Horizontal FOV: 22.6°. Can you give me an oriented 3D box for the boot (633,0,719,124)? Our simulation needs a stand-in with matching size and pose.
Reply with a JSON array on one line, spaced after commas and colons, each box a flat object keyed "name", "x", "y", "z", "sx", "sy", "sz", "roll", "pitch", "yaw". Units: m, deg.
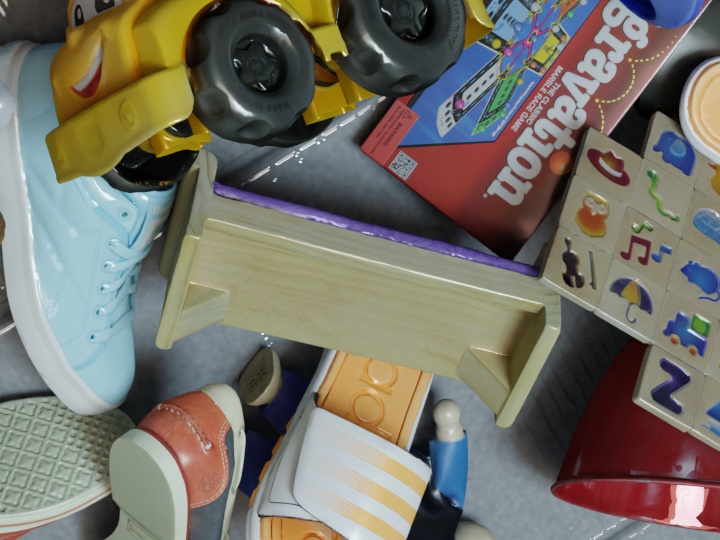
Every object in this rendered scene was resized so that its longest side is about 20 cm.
[{"name": "boot", "x": 0.210, "y": -0.069, "z": 1.003, "sx": 0.138, "sy": 0.077, "sz": 0.201, "roll": -6, "pitch": 99, "yaw": -10}]

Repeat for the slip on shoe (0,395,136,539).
[{"name": "slip on shoe", "x": -0.212, "y": 0.125, "z": 0.959, "sx": 0.199, "sy": 0.074, "sz": 0.061, "roll": -24, "pitch": 154, "yaw": -15}]

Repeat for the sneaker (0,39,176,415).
[{"name": "sneaker", "x": -0.130, "y": -0.017, "z": 0.901, "sx": 0.082, "sy": 0.074, "sz": 0.201, "roll": 0, "pitch": 116, "yaw": 21}]

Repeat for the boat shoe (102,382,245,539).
[{"name": "boat shoe", "x": -0.099, "y": 0.137, "z": 0.967, "sx": 0.063, "sy": 0.071, "sz": 0.200, "roll": -39, "pitch": 154, "yaw": -35}]

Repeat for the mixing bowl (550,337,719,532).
[{"name": "mixing bowl", "x": 0.211, "y": 0.084, "z": 1.010, "sx": 0.199, "sy": 0.200, "sz": 0.109, "roll": 13, "pitch": 75, "yaw": -20}]

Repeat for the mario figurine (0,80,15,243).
[{"name": "mario figurine", "x": -0.236, "y": -0.073, "z": 0.798, "sx": 0.124, "sy": 0.106, "sz": 0.200, "roll": -49, "pitch": 130, "yaw": -33}]

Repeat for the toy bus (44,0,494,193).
[{"name": "toy bus", "x": -0.064, "y": -0.148, "z": 0.824, "sx": 0.200, "sy": 0.136, "sz": 0.193, "roll": -23, "pitch": 95, "yaw": -36}]

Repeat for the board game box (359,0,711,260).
[{"name": "board game box", "x": 0.100, "y": -0.113, "z": 0.952, "sx": 0.103, "sy": 0.019, "sz": 0.200, "roll": 37, "pitch": 98, "yaw": 1}]

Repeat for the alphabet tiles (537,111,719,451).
[{"name": "alphabet tiles", "x": 0.186, "y": 0.014, "z": 0.922, "sx": 0.200, "sy": 0.008, "sz": 0.168, "roll": 29, "pitch": 57, "yaw": -12}]

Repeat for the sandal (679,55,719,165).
[{"name": "sandal", "x": 0.267, "y": -0.059, "z": 0.944, "sx": 0.206, "sy": 0.059, "sz": 0.079, "roll": 13, "pitch": 95, "yaw": -15}]

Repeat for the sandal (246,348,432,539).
[{"name": "sandal", "x": 0.001, "y": 0.086, "z": 0.936, "sx": 0.079, "sy": 0.059, "sz": 0.207, "roll": 25, "pitch": 63, "yaw": -16}]

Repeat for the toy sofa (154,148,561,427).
[{"name": "toy sofa", "x": 0.000, "y": 0.000, "z": 0.916, "sx": 0.199, "sy": 0.098, "sz": 0.083, "roll": 14, "pitch": 134, "yaw": -8}]

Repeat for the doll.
[{"name": "doll", "x": 0.007, "y": 0.124, "z": 1.024, "sx": 0.200, "sy": 0.048, "sz": 0.137, "roll": 38, "pitch": 95, "yaw": -25}]

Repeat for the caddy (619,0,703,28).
[{"name": "caddy", "x": 0.127, "y": -0.215, "z": 0.861, "sx": 0.105, "sy": 0.141, "sz": 0.200, "roll": -27, "pitch": 84, "yaw": -11}]
